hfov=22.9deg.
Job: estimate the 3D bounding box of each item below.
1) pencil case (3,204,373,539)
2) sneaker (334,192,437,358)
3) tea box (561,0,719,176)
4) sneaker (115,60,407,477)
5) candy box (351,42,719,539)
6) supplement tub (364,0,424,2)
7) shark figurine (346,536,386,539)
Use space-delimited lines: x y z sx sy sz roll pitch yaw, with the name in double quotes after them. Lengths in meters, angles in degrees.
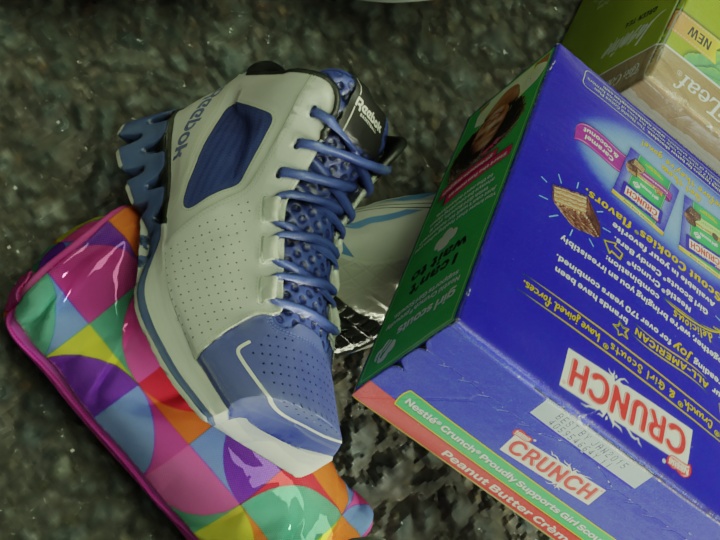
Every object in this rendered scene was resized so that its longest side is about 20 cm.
-0.078 0.067 0.804 0.088 0.088 0.200 -39 95 -29 "pencil case"
0.000 0.000 0.879 0.200 0.072 0.072 -6 106 -16 "sneaker"
0.224 -0.099 0.972 0.200 0.134 0.197 35 64 -16 "tea box"
-0.034 -0.024 0.754 0.081 0.115 0.200 35 26 -44 "sneaker"
0.108 0.021 0.797 0.169 0.077 0.200 38 42 -13 "candy box"
0.024 -0.246 0.864 0.145 0.145 0.200 -29 123 -30 "supplement tub"
0.011 0.153 0.741 0.089 0.128 0.215 -36 131 -4 "shark figurine"
